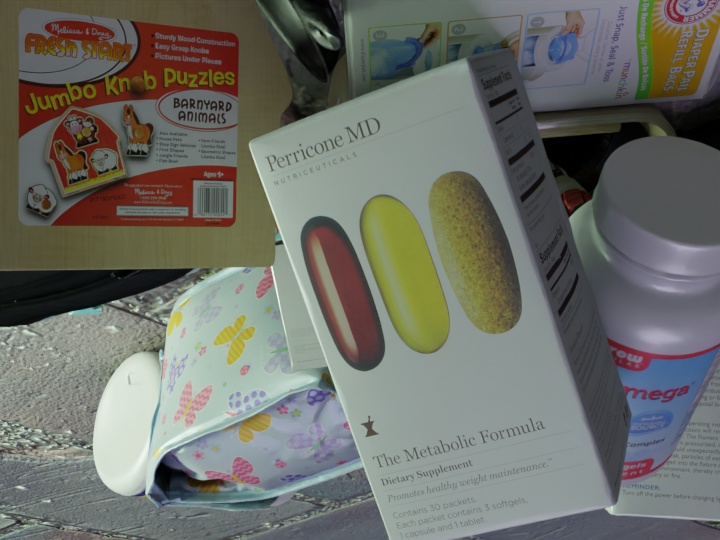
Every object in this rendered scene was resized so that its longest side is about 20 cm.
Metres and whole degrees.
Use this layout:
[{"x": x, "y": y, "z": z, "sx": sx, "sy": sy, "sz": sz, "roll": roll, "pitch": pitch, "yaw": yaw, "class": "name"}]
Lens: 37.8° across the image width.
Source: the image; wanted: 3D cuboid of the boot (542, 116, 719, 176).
[{"x": 0.226, "y": -0.088, "z": 0.765, "sx": 0.161, "sy": 0.074, "sz": 0.198, "roll": 9, "pitch": 153, "yaw": -26, "class": "boot"}]

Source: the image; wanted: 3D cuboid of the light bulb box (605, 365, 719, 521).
[{"x": 0.238, "y": 0.073, "z": 0.821, "sx": 0.123, "sy": 0.203, "sz": 0.198, "roll": 3, "pitch": 179, "yaw": 0, "class": "light bulb box"}]

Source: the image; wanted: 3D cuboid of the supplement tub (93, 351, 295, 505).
[{"x": -0.163, "y": 0.174, "z": 1.110, "sx": 0.198, "sy": 0.147, "sz": 0.145, "roll": 18, "pitch": 145, "yaw": -38, "class": "supplement tub"}]

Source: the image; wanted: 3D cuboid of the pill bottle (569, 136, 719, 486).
[{"x": 0.155, "y": 0.027, "z": 0.601, "sx": 0.107, "sy": 0.110, "sz": 0.201, "roll": -2, "pitch": 137, "yaw": -6, "class": "pill bottle"}]

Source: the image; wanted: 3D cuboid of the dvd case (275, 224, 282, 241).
[{"x": 0.010, "y": -0.053, "z": 0.724, "sx": 0.144, "sy": 0.022, "sz": 0.200, "roll": -10, "pitch": -172, "yaw": 11, "class": "dvd case"}]

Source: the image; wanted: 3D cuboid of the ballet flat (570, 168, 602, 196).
[{"x": 0.160, "y": -0.041, "z": 0.700, "sx": 0.072, "sy": 0.069, "sz": 0.199, "roll": -13, "pitch": 177, "yaw": -35, "class": "ballet flat"}]

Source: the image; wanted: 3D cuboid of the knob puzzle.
[{"x": -0.128, "y": -0.103, "z": 0.572, "sx": 0.218, "sy": 0.223, "sz": 0.030, "roll": 15, "pitch": 176, "yaw": -33, "class": "knob puzzle"}]

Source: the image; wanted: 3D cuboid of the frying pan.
[{"x": -0.042, "y": -0.152, "z": 0.529, "sx": 0.031, "sy": 0.115, "sz": 0.190, "roll": -36, "pitch": -175, "yaw": -4, "class": "frying pan"}]

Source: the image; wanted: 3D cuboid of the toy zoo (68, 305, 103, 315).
[{"x": -0.288, "y": -0.005, "z": 0.884, "sx": 0.130, "sy": 0.021, "sz": 0.200, "roll": -20, "pitch": 149, "yaw": 26, "class": "toy zoo"}]

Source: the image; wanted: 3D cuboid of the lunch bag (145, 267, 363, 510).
[{"x": -0.078, "y": 0.086, "z": 0.832, "sx": 0.198, "sy": 0.171, "sz": 0.127, "roll": -24, "pitch": 131, "yaw": 21, "class": "lunch bag"}]

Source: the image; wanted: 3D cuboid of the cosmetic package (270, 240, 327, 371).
[{"x": 0.000, "y": 0.000, "z": 0.740, "sx": 0.050, "sy": 0.084, "sz": 0.200, "roll": -11, "pitch": -171, "yaw": 20, "class": "cosmetic package"}]

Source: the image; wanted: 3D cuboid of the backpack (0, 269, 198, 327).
[{"x": -0.199, "y": -0.049, "z": 0.676, "sx": 0.198, "sy": 0.153, "sz": 0.177, "roll": -8, "pitch": 159, "yaw": 24, "class": "backpack"}]

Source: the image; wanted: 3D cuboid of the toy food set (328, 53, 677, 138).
[{"x": 0.080, "y": -0.092, "z": 0.642, "sx": 0.197, "sy": 0.144, "sz": 0.061, "roll": -5, "pitch": 122, "yaw": -1, "class": "toy food set"}]

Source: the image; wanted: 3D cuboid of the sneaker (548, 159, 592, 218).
[{"x": 0.094, "y": 0.009, "z": 0.699, "sx": 0.077, "sy": 0.083, "sz": 0.201, "roll": -6, "pitch": 137, "yaw": -34, "class": "sneaker"}]

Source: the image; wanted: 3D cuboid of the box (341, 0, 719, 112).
[{"x": 0.088, "y": -0.158, "z": 0.559, "sx": 0.197, "sy": 0.114, "sz": 0.102, "roll": -4, "pitch": 148, "yaw": 0, "class": "box"}]

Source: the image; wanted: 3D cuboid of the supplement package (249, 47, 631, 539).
[{"x": 0.045, "y": 0.009, "z": 0.505, "sx": 0.113, "sy": 0.202, "sz": 0.109, "roll": -18, "pitch": -173, "yaw": 21, "class": "supplement package"}]
